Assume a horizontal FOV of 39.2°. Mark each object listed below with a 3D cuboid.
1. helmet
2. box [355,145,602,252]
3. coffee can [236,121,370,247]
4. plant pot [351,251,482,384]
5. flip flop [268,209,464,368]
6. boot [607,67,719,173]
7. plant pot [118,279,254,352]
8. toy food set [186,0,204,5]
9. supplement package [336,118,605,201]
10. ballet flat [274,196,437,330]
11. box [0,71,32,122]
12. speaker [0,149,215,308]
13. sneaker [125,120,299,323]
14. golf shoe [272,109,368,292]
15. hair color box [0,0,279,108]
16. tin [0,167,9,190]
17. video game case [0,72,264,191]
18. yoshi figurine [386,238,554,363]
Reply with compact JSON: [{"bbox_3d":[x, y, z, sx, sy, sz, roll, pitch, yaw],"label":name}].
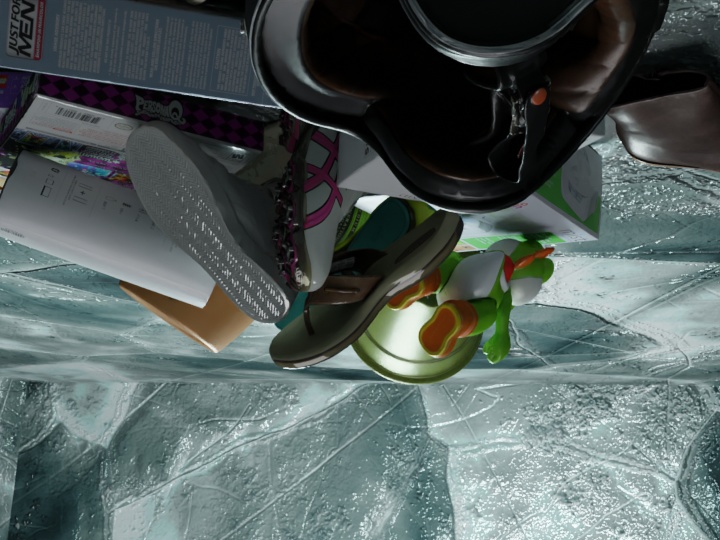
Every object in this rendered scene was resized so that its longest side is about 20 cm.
[{"bbox_3d":[0.043,-0.147,0.546,0.191,0.200,0.200,40,180,22],"label":"helmet"},{"bbox_3d":[0.114,-0.092,0.975,0.176,0.097,0.200,-3,164,34],"label":"box"},{"bbox_3d":[-0.027,-0.054,1.051,0.146,0.146,0.200,-6,164,34],"label":"coffee can"},{"bbox_3d":[0.084,0.026,1.346,0.200,0.200,0.190,4,154,-4],"label":"plant pot"},{"bbox_3d":[-0.002,0.007,0.852,0.200,0.081,0.058,-38,114,14],"label":"flip flop"},{"bbox_3d":[0.309,-0.123,0.841,0.200,0.072,0.166,-1,169,31],"label":"boot"},{"bbox_3d":[-0.181,0.000,1.164,0.200,0.140,0.200,33,169,7],"label":"plant pot"},{"bbox_3d":[-0.149,-0.217,0.579,0.200,0.060,0.143,12,164,-36],"label":"toy food set"},{"bbox_3d":[0.074,-0.133,0.752,0.121,0.120,0.200,7,166,-21],"label":"supplement package"},{"bbox_3d":[0.000,0.000,0.945,0.200,0.067,0.067,-41,158,31],"label":"ballet flat"},{"bbox_3d":[-0.259,-0.135,0.994,0.137,0.039,0.200,2,166,4],"label":"box"},{"bbox_3d":[-0.218,-0.035,0.905,0.200,0.081,0.081,20,163,-14],"label":"speaker"},{"bbox_3d":[-0.112,-0.061,0.879,0.074,0.116,0.200,-22,113,34],"label":"sneaker"},{"bbox_3d":[-0.024,-0.076,0.843,0.092,0.200,0.073,8,160,-15],"label":"golf shoe"},{"bbox_3d":[-0.149,-0.164,0.722,0.200,0.061,0.099,7,-165,-14],"label":"hair color box"},{"bbox_3d":[-0.347,-0.105,1.151,0.112,0.042,0.200,-11,161,35],"label":"tin"},{"bbox_3d":[-0.214,-0.115,0.912,0.200,0.036,0.181,11,162,-29],"label":"video game case"},{"bbox_3d":[0.106,0.024,0.957,0.112,0.112,0.200,9,-162,40],"label":"yoshi figurine"}]
